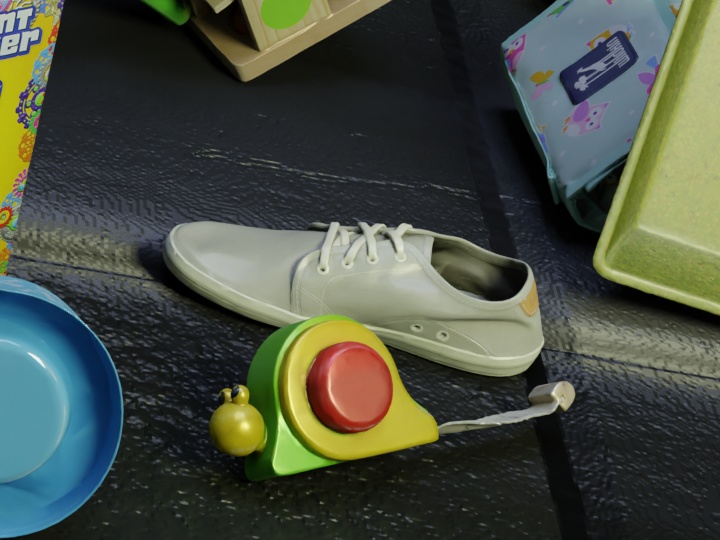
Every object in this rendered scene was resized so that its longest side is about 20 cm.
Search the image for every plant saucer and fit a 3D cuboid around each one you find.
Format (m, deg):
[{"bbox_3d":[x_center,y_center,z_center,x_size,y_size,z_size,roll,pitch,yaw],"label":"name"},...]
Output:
[{"bbox_3d":[0.238,-0.068,1.445,0.199,0.201,0.048,17,6,-14],"label":"plant saucer"}]

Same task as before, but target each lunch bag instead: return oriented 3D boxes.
[{"bbox_3d":[0.190,-0.097,1.549,0.199,0.122,0.171,-7,39,-10],"label":"lunch bag"}]

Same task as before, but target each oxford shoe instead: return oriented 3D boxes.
[{"bbox_3d":[0.000,0.000,1.352,0.199,0.058,0.075,13,32,-1],"label":"oxford shoe"}]

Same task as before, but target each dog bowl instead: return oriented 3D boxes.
[{"bbox_3d":[-0.200,0.045,1.133,0.199,0.112,0.050,10,17,-10],"label":"dog bowl"}]

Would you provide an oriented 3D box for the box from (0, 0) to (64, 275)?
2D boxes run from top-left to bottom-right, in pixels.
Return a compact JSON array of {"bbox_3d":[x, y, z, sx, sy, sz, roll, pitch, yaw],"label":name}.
[{"bbox_3d":[-0.258,-0.083,1.227,0.200,0.193,0.122,37,35,31],"label":"box"}]

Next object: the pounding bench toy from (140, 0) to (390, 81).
[{"bbox_3d":[-0.091,-0.194,1.558,0.199,0.156,0.124,-30,46,-12],"label":"pounding bench toy"}]

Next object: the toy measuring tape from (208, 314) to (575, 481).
[{"bbox_3d":[0.013,0.050,1.254,0.199,0.074,0.074,-10,39,-34],"label":"toy measuring tape"}]
